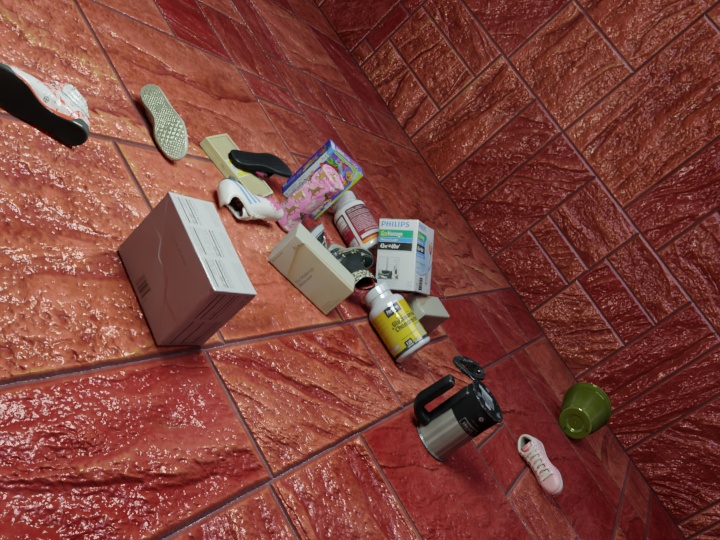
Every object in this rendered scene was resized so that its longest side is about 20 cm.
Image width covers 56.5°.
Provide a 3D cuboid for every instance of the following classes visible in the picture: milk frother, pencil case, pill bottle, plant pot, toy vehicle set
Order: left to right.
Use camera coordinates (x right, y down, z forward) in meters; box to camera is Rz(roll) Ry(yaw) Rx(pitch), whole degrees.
[{"bbox_3d":[-0.315,-0.259,1.717,0.201,0.026,0.124,52,20,-2],"label":"toy vehicle set"},{"bbox_3d":[-0.133,-0.186,1.736,0.083,0.199,0.087,48,19,-9],"label":"pencil case"},{"bbox_3d":[-0.011,-0.137,2.036,0.202,0.112,0.112,60,22,18],"label":"pill bottle"},{"bbox_3d":[0.092,0.137,1.810,0.202,0.112,0.112,56,21,11],"label":"pill bottle"},{"bbox_3d":[0.239,0.336,1.690,0.182,0.187,0.200,53,21,4],"label":"milk frother"},{"bbox_3d":[0.886,0.578,2.692,0.202,0.200,0.192,55,33,12],"label":"plant pot"}]

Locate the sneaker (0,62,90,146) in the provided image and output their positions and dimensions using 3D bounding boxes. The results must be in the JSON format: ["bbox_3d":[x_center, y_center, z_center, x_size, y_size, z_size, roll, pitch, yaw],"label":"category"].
[{"bbox_3d":[-0.578,-0.317,1.205,0.201,0.067,0.109,38,24,-42],"label":"sneaker"}]

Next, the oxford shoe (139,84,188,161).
[{"bbox_3d":[-0.442,-0.331,1.522,0.203,0.074,0.058,61,-13,17],"label":"oxford shoe"}]

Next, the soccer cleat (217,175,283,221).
[{"bbox_3d":[-0.265,-0.146,1.603,0.198,0.069,0.088,28,47,-43],"label":"soccer cleat"}]

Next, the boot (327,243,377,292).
[{"bbox_3d":[-0.001,0.001,1.842,0.202,0.074,0.154,10,29,-51],"label":"boot"}]

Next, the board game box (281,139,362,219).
[{"bbox_3d":[-0.109,-0.255,1.900,0.134,0.199,0.045,36,25,-33],"label":"board game box"}]

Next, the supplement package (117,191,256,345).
[{"bbox_3d":[-0.298,0.001,1.148,0.110,0.155,0.202,10,45,-58],"label":"supplement package"}]

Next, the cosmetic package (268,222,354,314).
[{"bbox_3d":[-0.115,-0.003,1.616,0.200,0.103,0.074,43,23,-19],"label":"cosmetic package"}]

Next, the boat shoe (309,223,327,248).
[{"bbox_3d":[-0.121,-0.064,1.745,0.069,0.073,0.200,55,13,-12],"label":"boat shoe"}]

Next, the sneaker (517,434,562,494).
[{"bbox_3d":[0.548,0.596,2.083,0.104,0.075,0.202,37,21,-33],"label":"sneaker"}]

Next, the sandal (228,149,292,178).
[{"bbox_3d":[-0.266,-0.274,1.760,0.197,0.045,0.076,5,43,-45],"label":"sandal"}]

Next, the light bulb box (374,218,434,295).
[{"bbox_3d":[0.133,-0.038,1.978,0.198,0.122,0.205,13,81,-70],"label":"light bulb box"}]

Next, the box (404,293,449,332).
[{"bbox_3d":[0.185,0.133,2.042,0.079,0.094,0.199,59,20,21],"label":"box"}]
